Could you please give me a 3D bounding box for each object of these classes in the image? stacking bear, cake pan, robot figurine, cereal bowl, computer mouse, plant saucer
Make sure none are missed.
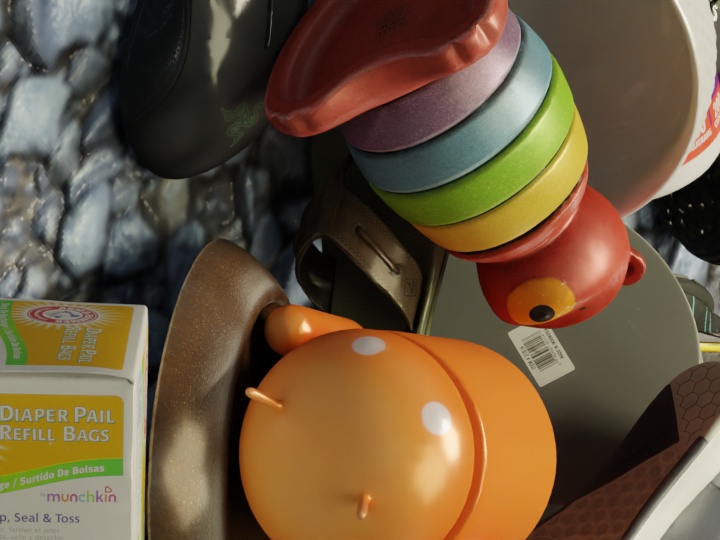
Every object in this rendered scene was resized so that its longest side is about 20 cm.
[{"bbox_3d":[0.060,-0.051,1.201,0.200,0.121,0.114,53,26,-31],"label":"stacking bear"},{"bbox_3d":[0.092,0.046,1.332,0.200,0.200,0.037,-54,179,-24],"label":"cake pan"},{"bbox_3d":[0.019,0.087,1.169,0.200,0.116,0.144,11,77,-64],"label":"robot figurine"},{"bbox_3d":[0.086,-0.121,1.261,0.083,0.200,0.200,-58,142,-48],"label":"cereal bowl"},{"bbox_3d":[-0.061,-0.137,1.178,0.138,0.053,0.200,-2,104,-51],"label":"computer mouse"},{"bbox_3d":[-0.058,0.085,1.203,0.200,0.032,0.201,2,90,-79],"label":"plant saucer"}]

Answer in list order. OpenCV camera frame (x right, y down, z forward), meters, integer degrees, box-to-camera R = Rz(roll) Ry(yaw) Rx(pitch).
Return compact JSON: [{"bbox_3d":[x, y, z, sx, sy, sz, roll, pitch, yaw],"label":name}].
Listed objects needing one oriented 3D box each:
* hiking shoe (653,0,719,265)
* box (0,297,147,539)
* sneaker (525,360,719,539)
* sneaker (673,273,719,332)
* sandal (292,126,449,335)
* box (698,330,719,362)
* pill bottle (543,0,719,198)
[{"bbox_3d":[0.226,-0.102,1.524,0.101,0.076,0.200,-28,122,-39],"label":"hiking shoe"},{"bbox_3d":[-0.145,0.121,1.088,0.113,0.101,0.200,-97,-171,-73],"label":"box"},{"bbox_3d":[0.156,0.165,1.283,0.202,0.077,0.146,-44,121,-7],"label":"sneaker"},{"bbox_3d":[0.186,0.054,1.516,0.200,0.075,0.079,26,62,-51],"label":"sneaker"},{"bbox_3d":[0.001,0.001,1.262,0.057,0.080,0.201,-4,97,-61],"label":"sandal"},{"bbox_3d":[0.212,0.136,1.493,0.160,0.049,0.200,4,100,-42],"label":"box"},{"bbox_3d":[0.128,-0.141,1.361,0.112,0.112,0.200,-44,133,-33],"label":"pill bottle"}]
